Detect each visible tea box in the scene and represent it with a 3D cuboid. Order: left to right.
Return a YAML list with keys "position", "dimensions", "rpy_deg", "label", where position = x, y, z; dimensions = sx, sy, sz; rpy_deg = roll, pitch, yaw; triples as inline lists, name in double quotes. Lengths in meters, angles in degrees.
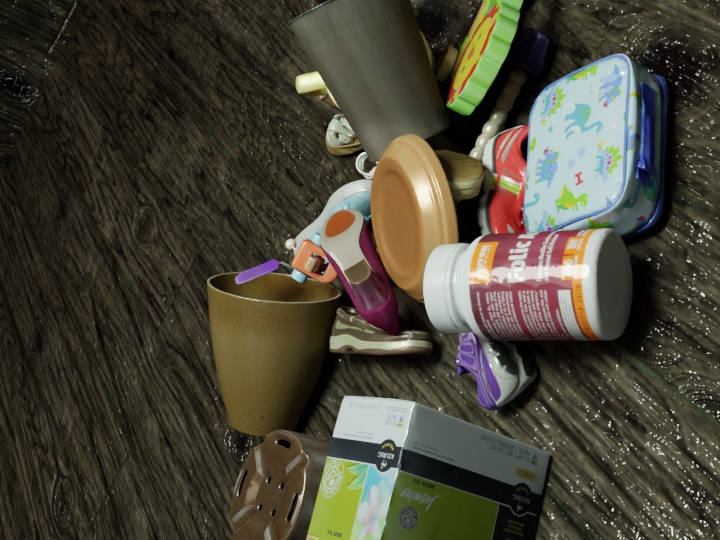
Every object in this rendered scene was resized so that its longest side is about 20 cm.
- position: [0.068, 0.254, 1.269]
  dimensions: [0.133, 0.199, 0.199]
  rpy_deg: [-4, 66, 54]
  label: "tea box"

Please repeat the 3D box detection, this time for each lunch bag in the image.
- position: [0.259, -0.124, 1.331]
  dimensions: [0.160, 0.082, 0.202]
  rpy_deg: [-24, 52, 49]
  label: "lunch bag"

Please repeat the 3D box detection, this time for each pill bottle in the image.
- position: [0.174, 0.016, 1.283]
  dimensions: [0.198, 0.114, 0.115]
  rpy_deg: [-2, 67, 32]
  label: "pill bottle"

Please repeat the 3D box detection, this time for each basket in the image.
- position: [0.024, -0.250, 1.530]
  dimensions: [0.135, 0.201, 0.180]
  rpy_deg: [-17, 12, 45]
  label: "basket"

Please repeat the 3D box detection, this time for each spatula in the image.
- position: [-0.074, -0.006, 1.677]
  dimensions: [0.057, 0.198, 0.021]
  rpy_deg: [-131, 36, -73]
  label: "spatula"

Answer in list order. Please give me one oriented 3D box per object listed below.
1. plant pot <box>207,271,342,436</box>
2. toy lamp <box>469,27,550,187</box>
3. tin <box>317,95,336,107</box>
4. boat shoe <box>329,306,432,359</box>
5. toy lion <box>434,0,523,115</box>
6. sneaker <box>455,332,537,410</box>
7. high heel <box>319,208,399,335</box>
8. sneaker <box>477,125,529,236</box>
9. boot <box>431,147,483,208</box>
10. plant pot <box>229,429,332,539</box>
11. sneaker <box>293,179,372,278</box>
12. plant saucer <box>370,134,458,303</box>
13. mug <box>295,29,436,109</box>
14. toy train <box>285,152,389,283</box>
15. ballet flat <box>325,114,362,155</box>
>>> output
- position: [-0.128, 0.118, 1.684]
  dimensions: [0.186, 0.185, 0.202]
  rpy_deg: [26, 112, 58]
  label: "plant pot"
- position: [0.177, -0.205, 1.526]
  dimensions: [0.201, 0.058, 0.058]
  rpy_deg: [-63, 32, 5]
  label: "toy lamp"
- position: [-0.009, -0.312, 1.845]
  dimensions: [0.113, 0.042, 0.200]
  rpy_deg: [-64, 16, -18]
  label: "tin"
- position: [0.021, 0.072, 1.559]
  dimensions: [0.202, 0.074, 0.076]
  rpy_deg: [-2, 82, 55]
  label: "boat shoe"
- position: [0.160, -0.293, 1.532]
  dimensions: [0.201, 0.068, 0.192]
  rpy_deg: [-64, 9, 7]
  label: "toy lion"
- position: [0.131, 0.073, 1.406]
  dimensions: [0.084, 0.080, 0.201]
  rpy_deg: [-52, 35, 33]
  label: "sneaker"
- position: [0.000, 0.000, 1.531]
  dimensions: [0.067, 0.097, 0.201]
  rpy_deg: [-25, 33, 8]
  label: "high heel"
- position: [0.188, -0.088, 1.426]
  dimensions: [0.084, 0.077, 0.202]
  rpy_deg: [-23, 54, 36]
  label: "sneaker"
- position: [0.097, -0.063, 1.483]
  dimensions: [0.200, 0.072, 0.157]
  rpy_deg: [-143, 52, -69]
  label: "boot"
- position: [-0.031, 0.282, 1.401]
  dimensions: [0.200, 0.197, 0.202]
  rpy_deg: [-34, 45, 42]
  label: "plant pot"
- position: [-0.025, -0.047, 1.725]
  dimensions: [0.200, 0.073, 0.083]
  rpy_deg: [-47, 44, 43]
  label: "sneaker"
- position: [0.057, -0.058, 1.440]
  dimensions: [0.200, 0.037, 0.202]
  rpy_deg: [169, 90, -71]
  label: "plant saucer"
- position: [0.023, -0.283, 1.678]
  dimensions: [0.153, 0.185, 0.151]
  rpy_deg: [-21, -47, -74]
  label: "mug"
- position: [-0.003, -0.048, 1.612]
  dimensions: [0.201, 0.150, 0.056]
  rpy_deg: [-56, 4, 9]
  label: "toy train"
- position: [-0.010, -0.211, 1.801]
  dimensions: [0.199, 0.063, 0.069]
  rpy_deg: [1, 73, 56]
  label: "ballet flat"
